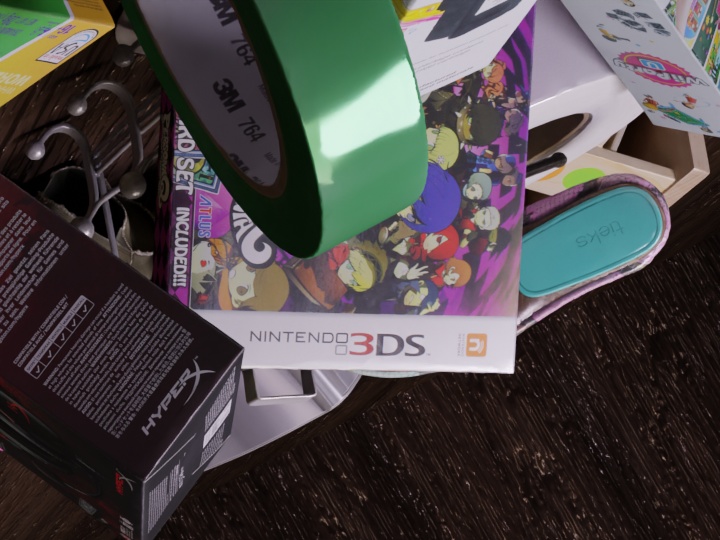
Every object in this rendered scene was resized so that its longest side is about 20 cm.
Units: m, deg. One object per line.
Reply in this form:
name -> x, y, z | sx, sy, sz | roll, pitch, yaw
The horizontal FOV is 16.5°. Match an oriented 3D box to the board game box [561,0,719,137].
board game box -> 0.160, -0.169, 1.204 | 0.064, 0.148, 0.200 | 13, 167, 28

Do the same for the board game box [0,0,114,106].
board game box -> -0.221, -0.073, 1.057 | 0.199, 0.040, 0.153 | -33, 171, 17

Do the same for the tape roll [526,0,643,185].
tape roll -> 0.062, -0.088, 1.330 | 0.202, 0.071, 0.202 | -26, 171, -5

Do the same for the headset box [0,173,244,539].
headset box -> -0.153, 0.024, 1.092 | 0.075, 0.200, 0.149 | -53, 174, -18

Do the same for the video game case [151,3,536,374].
video game case -> -0.008, -0.052, 1.182 | 0.180, 0.201, 0.036 | 2, -176, -20

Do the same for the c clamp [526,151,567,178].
c clamp -> 0.000, 0.000, 1.341 | 0.200, 0.027, 0.171 | -33, 168, 33

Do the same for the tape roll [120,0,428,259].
tape roll -> -0.045, -0.104, 0.921 | 0.048, 0.201, 0.200 | -28, 171, -14

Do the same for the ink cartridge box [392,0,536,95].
ink cartridge box -> 0.013, -0.165, 0.949 | 0.082, 0.146, 0.200 | -24, 169, -20

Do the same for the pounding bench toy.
pounding bench toy -> 0.110, -0.131, 1.582 | 0.155, 0.201, 0.124 | 15, 144, -30

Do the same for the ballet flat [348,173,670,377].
ballet flat -> 0.070, 0.003, 1.321 | 0.199, 0.069, 0.071 | -24, -176, -5

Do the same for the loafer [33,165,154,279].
loafer -> -0.154, -0.021, 1.441 | 0.070, 0.075, 0.200 | -61, 176, 13

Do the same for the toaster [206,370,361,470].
toaster -> -0.073, 0.022, 1.565 | 0.180, 0.119, 0.200 | -28, -160, 40

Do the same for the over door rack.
over door rack -> -0.110, -0.002, 1.264 | 0.066, 0.201, 0.148 | -17, 171, -31

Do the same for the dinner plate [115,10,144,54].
dinner plate -> -0.032, -0.157, 1.257 | 0.199, 0.024, 0.200 | -29, 170, -5
